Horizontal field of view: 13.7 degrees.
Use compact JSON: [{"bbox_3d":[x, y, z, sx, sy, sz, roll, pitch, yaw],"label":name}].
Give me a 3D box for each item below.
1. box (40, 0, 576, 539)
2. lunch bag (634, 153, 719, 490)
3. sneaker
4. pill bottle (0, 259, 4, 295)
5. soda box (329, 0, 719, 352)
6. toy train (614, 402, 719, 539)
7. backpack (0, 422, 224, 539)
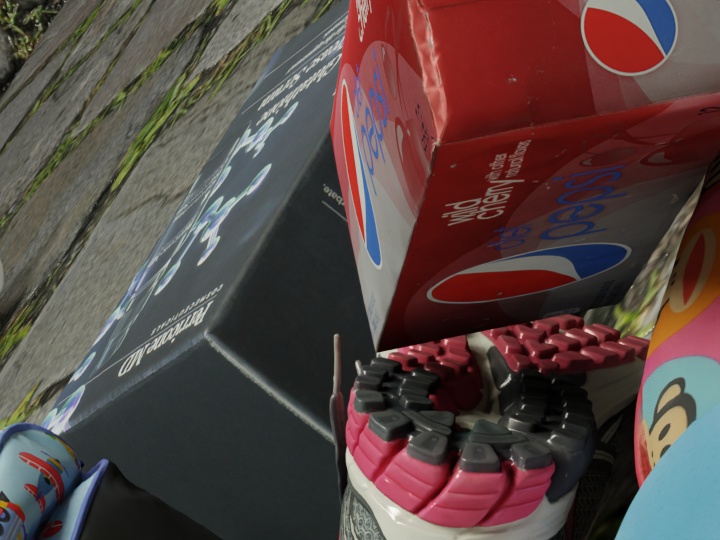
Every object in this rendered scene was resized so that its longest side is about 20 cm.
[{"bbox_3d":[0.000,0.000,1.015,0.148,0.107,0.201,-33,24,55],"label":"box"},{"bbox_3d":[0.145,-0.027,0.613,0.176,0.082,0.200,-42,15,37],"label":"lunch bag"},{"bbox_3d":[0.029,0.052,0.809,0.200,0.080,0.075,-41,-37,-72],"label":"sneaker"},{"bbox_3d":[-0.334,0.044,2.111,0.200,0.111,0.111,-41,16,40],"label":"pill bottle"},{"bbox_3d":[0.034,-0.036,0.672,0.070,0.064,0.200,-10,-13,-6],"label":"soda box"},{"bbox_3d":[0.055,0.097,0.511,0.200,0.116,0.085,-38,18,49],"label":"toy train"},{"bbox_3d":[-0.120,0.173,0.905,0.200,0.134,0.183,-48,11,30],"label":"backpack"}]
